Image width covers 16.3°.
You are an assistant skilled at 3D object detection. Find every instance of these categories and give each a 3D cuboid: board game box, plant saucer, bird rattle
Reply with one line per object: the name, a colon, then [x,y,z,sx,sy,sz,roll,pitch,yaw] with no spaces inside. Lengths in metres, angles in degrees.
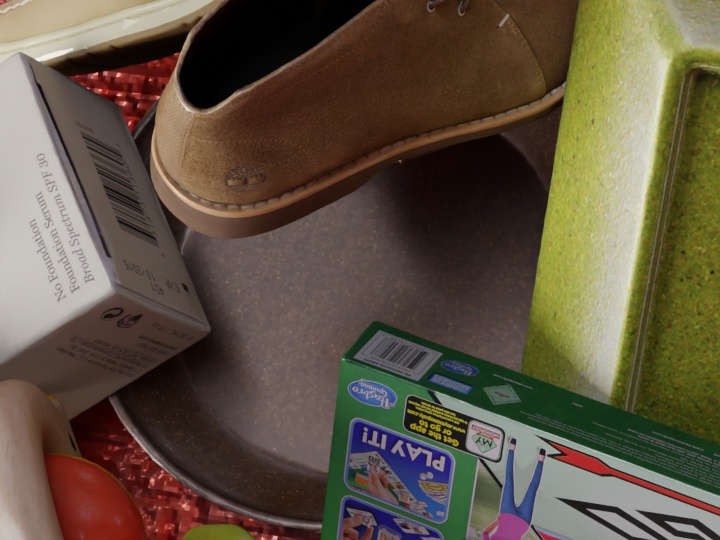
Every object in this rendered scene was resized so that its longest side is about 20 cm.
board game box: [0.081,0.109,0.802,0.200,0.135,0.029,19,33,19]
plant saucer: [0.155,-0.001,0.782,0.199,0.048,0.200,10,113,6]
bird rattle: [-0.097,0.116,0.797,0.112,0.200,0.163,-22,91,10]
plant saucer: [0.000,0.000,0.906,0.200,0.037,0.201,-5,69,13]

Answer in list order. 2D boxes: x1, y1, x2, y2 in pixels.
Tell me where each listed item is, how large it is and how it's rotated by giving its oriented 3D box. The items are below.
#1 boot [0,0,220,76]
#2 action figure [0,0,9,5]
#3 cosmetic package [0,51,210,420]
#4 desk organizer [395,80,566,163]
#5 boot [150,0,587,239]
boot: [-0.070,-0.161,0.884,0.200,0.072,0.155,-21,90,25]
action figure: [-0.185,-0.080,0.976,0.200,0.052,0.066,-32,62,-2]
cosmetic package: [-0.164,0.022,0.894,0.200,0.071,0.105,-33,65,15]
desk organizer: [0.083,-0.085,0.865,0.199,0.072,0.077,-21,65,-13]
boot: [0.025,-0.083,0.781,0.200,0.076,0.074,-32,69,-18]
